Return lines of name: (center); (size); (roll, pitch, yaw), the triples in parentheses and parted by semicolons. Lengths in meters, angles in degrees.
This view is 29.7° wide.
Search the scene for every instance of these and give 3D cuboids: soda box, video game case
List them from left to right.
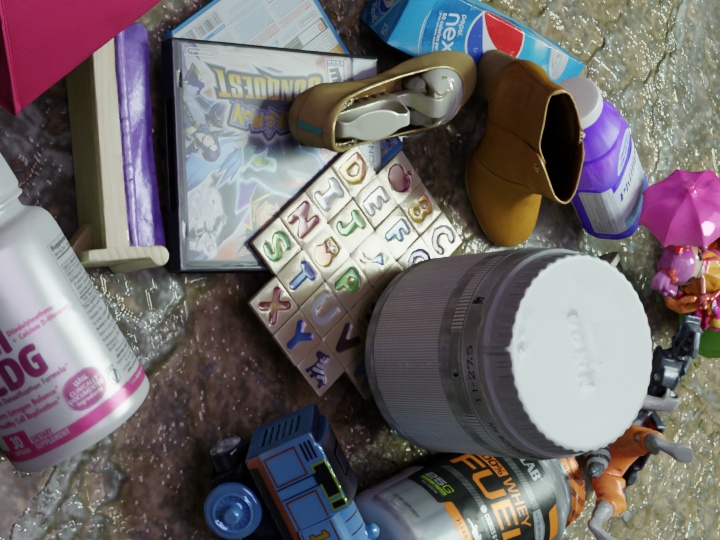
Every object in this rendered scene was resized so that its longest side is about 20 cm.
video game case: (-0.067, -0.090, 1.111); (0.198, 0.025, 0.184); (-1, 87, -35)
video game case: (-0.060, -0.149, 1.148); (0.143, 0.018, 0.201); (-43, 109, -31)
soda box: (0.103, -0.206, 1.224); (0.198, 0.068, 0.065); (19, 110, -32)

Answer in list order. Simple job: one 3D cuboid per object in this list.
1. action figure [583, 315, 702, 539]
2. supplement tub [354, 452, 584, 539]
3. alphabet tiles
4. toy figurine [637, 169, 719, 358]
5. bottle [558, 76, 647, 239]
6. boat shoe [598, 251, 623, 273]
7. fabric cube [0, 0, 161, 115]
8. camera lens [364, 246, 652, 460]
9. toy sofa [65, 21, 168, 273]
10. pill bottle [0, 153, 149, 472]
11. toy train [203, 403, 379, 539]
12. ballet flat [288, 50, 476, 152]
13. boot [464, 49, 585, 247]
action figure: (0.240, 0.131, 1.239); (0.103, 0.194, 0.202); (16, 111, -11)
supplement tub: (0.090, 0.211, 1.155); (0.198, 0.122, 0.124); (-22, 98, -35)
alphabet tiles: (0.000, 0.000, 1.129); (0.200, 0.006, 0.167); (-45, 110, -27)
toy figurine: (0.328, -0.021, 1.316); (0.183, 0.149, 0.202); (13, 103, -48)
bottle: (0.219, -0.105, 1.258); (0.200, 0.064, 0.085); (53, 48, -56)
boat shoe: (0.198, 0.047, 1.261); (0.201, 0.071, 0.061); (-40, 103, -47)
fabric cube: (-0.231, -0.269, 0.891); (0.199, 0.197, 0.199); (36, 60, 16)
camera lens: (0.110, 0.066, 1.074); (0.158, 0.199, 0.163); (3, 85, -33)
toy sofa: (-0.182, -0.101, 1.018); (0.096, 0.082, 0.203); (-3, 87, -34)
pill bottle: (-0.242, 0.027, 0.945); (0.113, 0.113, 0.202); (-37, 106, -31)
toy train: (-0.043, 0.209, 1.059); (0.113, 0.087, 0.202); (-23, 102, 9)
ballet flat: (0.034, -0.134, 1.126); (0.198, 0.063, 0.070); (-21, 123, -31)
boot: (0.146, -0.083, 1.179); (0.070, 0.144, 0.204); (-15, 121, -12)
